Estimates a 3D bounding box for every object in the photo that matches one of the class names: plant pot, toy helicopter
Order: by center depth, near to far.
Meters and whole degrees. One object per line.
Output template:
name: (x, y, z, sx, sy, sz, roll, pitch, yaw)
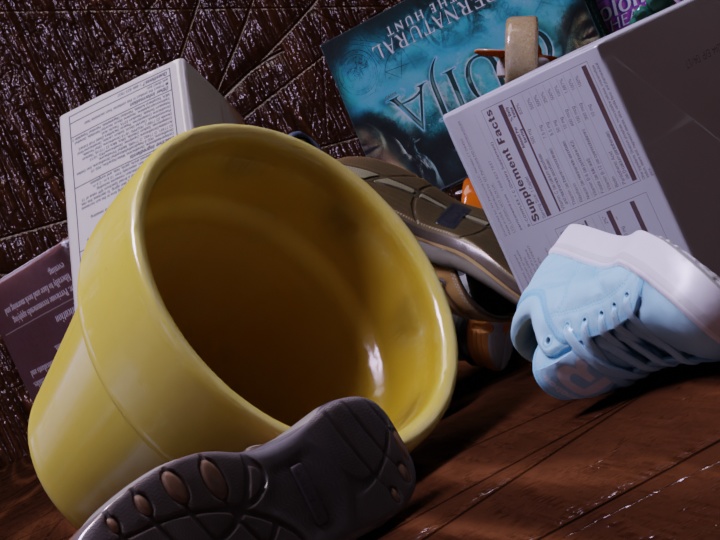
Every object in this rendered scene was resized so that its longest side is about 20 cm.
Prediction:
plant pot: (-0.080, 0.056, 1.077, 0.189, 0.201, 0.200, -44, -10, 38)
toy helicopter: (0.103, -0.102, 1.249, 0.078, 0.133, 0.200, 3, -24, 6)

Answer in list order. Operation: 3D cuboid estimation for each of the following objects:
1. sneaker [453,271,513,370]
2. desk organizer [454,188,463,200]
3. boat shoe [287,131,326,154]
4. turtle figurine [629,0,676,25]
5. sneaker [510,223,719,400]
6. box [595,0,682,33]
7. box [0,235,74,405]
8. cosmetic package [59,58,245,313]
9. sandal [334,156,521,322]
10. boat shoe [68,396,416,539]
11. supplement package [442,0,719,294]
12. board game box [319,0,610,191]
sneaker: (0.069, 0.014, 1.328, 0.077, 0.079, 0.200, 3, 8, 10)
desk organizer: (0.183, -0.056, 1.557, 0.199, 0.078, 0.072, -16, 5, 24)
boat shoe: (0.000, 0.000, 1.224, 0.075, 0.200, 0.062, 0, -44, -44)
turtle figurine: (0.269, -0.114, 1.308, 0.149, 0.201, 0.101, -27, -26, -10)
sneaker: (0.124, 0.031, 0.941, 0.082, 0.074, 0.200, -56, 10, -4)
box: (0.189, -0.106, 1.452, 0.175, 0.201, 0.097, -26, 2, 25)
box: (-0.137, 0.055, 1.445, 0.164, 0.201, 0.166, -27, 3, -34)
cosmetic package: (-0.122, -0.018, 1.277, 0.103, 0.201, 0.087, -21, -34, 20)
sandal: (0.059, -0.003, 1.183, 0.080, 0.199, 0.054, -37, -30, -60)
boat shoe: (-0.059, 0.115, 0.881, 0.199, 0.076, 0.072, -15, -10, -47)
supplement package: (0.166, -0.058, 1.120, 0.111, 0.157, 0.200, -22, 4, 40)
board game box: (0.080, -0.139, 1.416, 0.199, 0.136, 0.028, -25, -5, 28)
